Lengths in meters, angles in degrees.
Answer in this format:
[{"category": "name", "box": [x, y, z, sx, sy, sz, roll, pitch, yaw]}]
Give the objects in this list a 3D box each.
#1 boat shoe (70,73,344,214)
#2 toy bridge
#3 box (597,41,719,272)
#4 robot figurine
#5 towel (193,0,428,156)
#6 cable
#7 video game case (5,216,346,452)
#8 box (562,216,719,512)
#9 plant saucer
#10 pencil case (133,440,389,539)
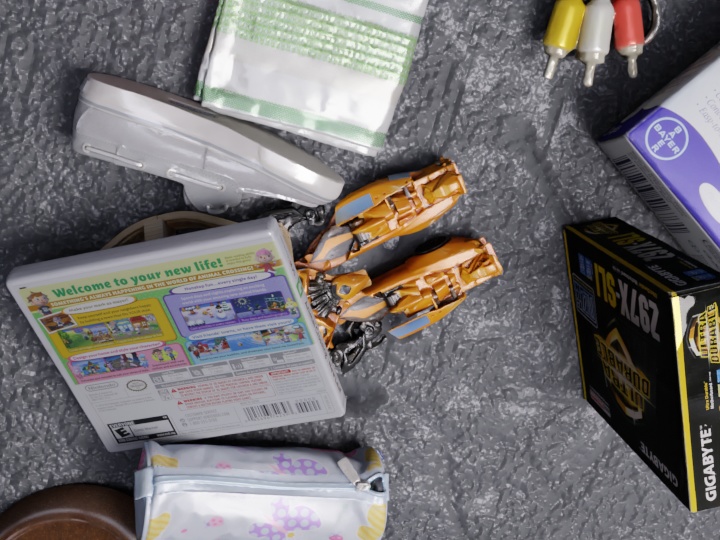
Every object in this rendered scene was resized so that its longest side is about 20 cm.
[{"category": "boat shoe", "box": [-0.113, -0.079, 0.736, 0.200, 0.072, 0.069, 19, 106, -13]}, {"category": "toy bridge", "box": [-0.149, -0.007, 0.754, 0.200, 0.027, 0.067, -13, 67, 11]}, {"category": "box", "box": [0.317, -0.091, 0.744, 0.200, 0.105, 0.184, -40, 90, 3]}, {"category": "robot figurine", "box": [0.000, 0.000, 0.777, 0.200, 0.058, 0.145, -27, 106, 0]}, {"category": "towel", "box": [-0.026, -0.198, 0.739, 0.149, 0.031, 0.200, 15, 101, -14]}, {"category": "cable", "box": [0.183, -0.238, 0.739, 0.097, 0.050, 0.200, -2, 107, -8]}, {"category": "video game case", "box": [-0.129, 0.054, 0.742, 0.200, 0.022, 0.182, -10, 127, 12]}, {"category": "box", "box": [0.214, 0.059, 0.748, 0.049, 0.200, 0.160, -11, 107, -6]}, {"category": "plant saucer", "box": [-0.230, 0.270, 0.788, 0.200, 0.034, 0.201, -1, 79, 3]}, {"category": "pencil case", "box": [-0.078, 0.177, 0.790, 0.200, 0.091, 0.083, 4, 80, -15]}]
